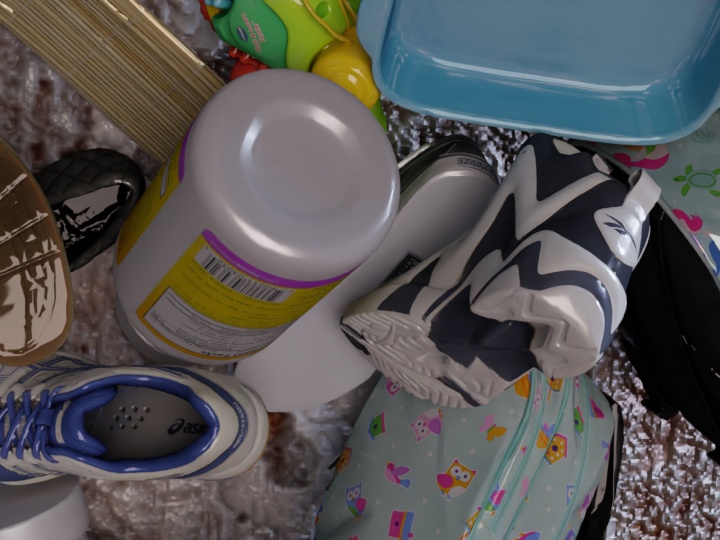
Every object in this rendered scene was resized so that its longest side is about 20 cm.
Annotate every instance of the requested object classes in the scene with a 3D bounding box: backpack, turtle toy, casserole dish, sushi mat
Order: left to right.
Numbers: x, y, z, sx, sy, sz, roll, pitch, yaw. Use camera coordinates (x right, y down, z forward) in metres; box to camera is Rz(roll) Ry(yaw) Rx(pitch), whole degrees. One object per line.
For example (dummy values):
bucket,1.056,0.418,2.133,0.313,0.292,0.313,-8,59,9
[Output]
sushi mat,-0.110,-0.094,0.748,0.200,0.096,0.012,43,55,-16
turtle toy,-0.028,-0.135,0.743,0.101,0.146,0.200,-11,121,23
backpack,0.062,0.124,0.783,0.127,0.167,0.200,42,71,-48
casserole dish,0.097,-0.122,0.668,0.200,0.039,0.121,7,139,-8
backpack,0.205,-0.010,0.777,0.151,0.178,0.200,-36,118,-4

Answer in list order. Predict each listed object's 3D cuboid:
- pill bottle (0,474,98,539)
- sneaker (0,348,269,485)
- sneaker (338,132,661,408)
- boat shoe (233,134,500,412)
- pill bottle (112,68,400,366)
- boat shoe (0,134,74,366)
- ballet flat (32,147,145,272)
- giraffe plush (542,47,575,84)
pill bottle,-0.168,0.221,0.767,0.112,0.112,0.200,-17,103,-11
sneaker,-0.151,0.073,0.715,0.200,0.088,0.075,-3,81,8
sneaker,0.078,-0.005,0.712,0.079,0.199,0.130,43,63,-10
boat shoe,0.000,0.000,0.799,0.072,0.068,0.200,33,112,-24
pill bottle,-0.065,-0.014,0.706,0.104,0.200,0.104,10,66,-22
boat shoe,-0.204,-0.043,0.716,0.071,0.065,0.200,-27,85,-6
ballet flat,-0.203,0.000,0.752,0.200,0.057,0.066,-40,105,-5
giraffe plush,0.100,-0.167,0.755,0.172,0.200,0.162,16,119,-8
